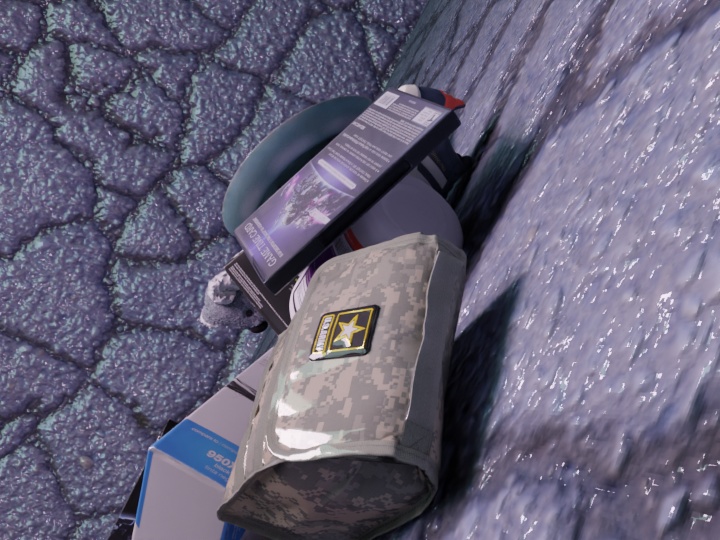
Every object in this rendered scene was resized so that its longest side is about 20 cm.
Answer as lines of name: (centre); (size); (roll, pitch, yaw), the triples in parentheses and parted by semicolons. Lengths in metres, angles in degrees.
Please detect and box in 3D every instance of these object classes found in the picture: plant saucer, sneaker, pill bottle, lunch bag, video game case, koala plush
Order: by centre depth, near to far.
lunch bag: (-0.004, 0.083, 0.556); (0.200, 0.116, 0.166); (-50, 19, 49)
video game case: (-0.019, -0.075, 0.702); (0.200, 0.019, 0.143); (-43, 27, -1)
pill bottle: (0.004, 0.012, 0.765); (0.201, 0.111, 0.113); (-56, 9, 42)
plant saucer: (-0.049, -0.091, 0.843); (0.199, 0.028, 0.201); (-33, -22, -15)
sneaker: (0.071, -0.086, 0.855); (0.075, 0.083, 0.204); (-138, 51, -70)
koala plush: (-0.166, 0.028, 1.337); (0.198, 0.186, 0.177); (-22, -11, -21)

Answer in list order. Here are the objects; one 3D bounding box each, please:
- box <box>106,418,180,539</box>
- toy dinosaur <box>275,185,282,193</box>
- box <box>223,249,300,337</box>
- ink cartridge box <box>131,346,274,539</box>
box: (-0.192, 0.297, 0.920); (0.202, 0.162, 0.086); (-62, 7, -2)
toy dinosaur: (-0.040, -0.037, 0.822); (0.078, 0.101, 0.201); (65, 148, 34)
box: (-0.062, -0.026, 1.076); (0.199, 0.125, 0.149); (-39, 7, -2)
ink cartridge box: (-0.102, 0.177, 0.712); (0.200, 0.083, 0.147); (-39, -31, -61)
